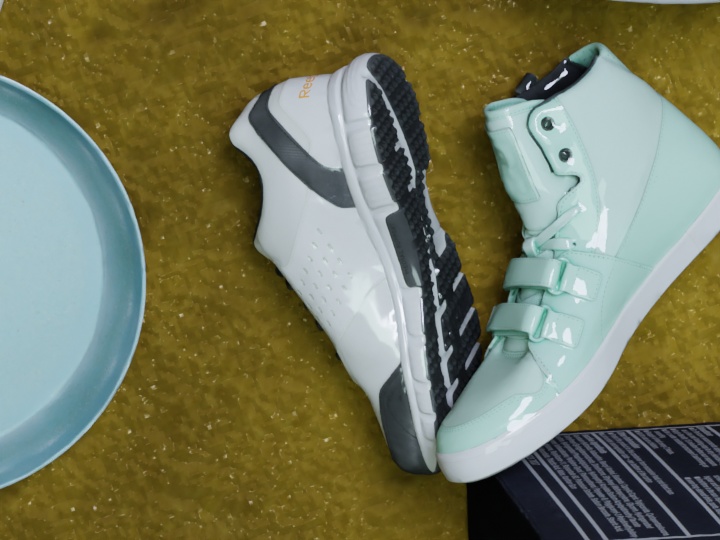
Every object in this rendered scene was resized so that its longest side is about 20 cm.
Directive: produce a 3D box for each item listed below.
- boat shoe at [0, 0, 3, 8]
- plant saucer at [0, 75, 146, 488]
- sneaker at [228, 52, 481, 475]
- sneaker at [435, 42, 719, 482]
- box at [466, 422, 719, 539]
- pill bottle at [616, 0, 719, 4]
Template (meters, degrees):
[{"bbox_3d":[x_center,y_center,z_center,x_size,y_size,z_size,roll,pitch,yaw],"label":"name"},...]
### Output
[{"bbox_3d":[-0.192,-0.191,1.146,0.059,0.072,0.200,4,113,19],"label":"boat shoe"},{"bbox_3d":[-0.196,0.004,1.204,0.200,0.027,0.200,-2,102,-8],"label":"plant saucer"},{"bbox_3d":[0.000,0.000,1.221,0.080,0.074,0.200,-8,109,22],"label":"sneaker"},{"bbox_3d":[0.072,-0.008,1.202,0.118,0.074,0.200,45,70,-18],"label":"sneaker"},{"bbox_3d":[0.162,0.146,1.198,0.198,0.200,0.123,-4,102,-7],"label":"box"},{"bbox_3d":[0.131,-0.219,1.163,0.112,0.112,0.200,-1,102,-8],"label":"pill bottle"}]
